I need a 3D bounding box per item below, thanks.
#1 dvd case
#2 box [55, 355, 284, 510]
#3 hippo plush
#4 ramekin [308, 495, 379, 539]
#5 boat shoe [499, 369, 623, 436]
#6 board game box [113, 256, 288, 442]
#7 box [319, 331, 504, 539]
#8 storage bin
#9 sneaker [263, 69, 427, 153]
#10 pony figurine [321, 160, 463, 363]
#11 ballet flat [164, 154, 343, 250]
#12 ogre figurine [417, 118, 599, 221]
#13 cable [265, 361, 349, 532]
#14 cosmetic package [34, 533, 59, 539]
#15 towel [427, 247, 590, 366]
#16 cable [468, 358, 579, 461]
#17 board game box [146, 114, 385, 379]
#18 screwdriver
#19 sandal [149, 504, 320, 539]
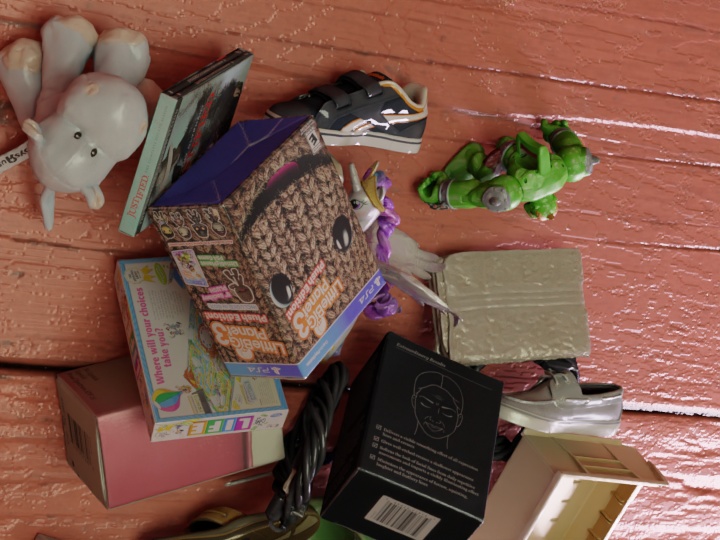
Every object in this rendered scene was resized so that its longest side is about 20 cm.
[{"bbox_3d":[-0.165,-0.126,1.534,0.022,0.200,0.146,25,114,9],"label":"dvd case"},{"bbox_3d":[-0.195,0.150,1.648,0.200,0.128,0.109,-14,113,-26],"label":"box"},{"bbox_3d":[-0.272,-0.141,1.463,0.200,0.161,0.159,-40,104,5],"label":"hippo plush"},{"bbox_3d":[0.009,0.338,1.794,0.098,0.200,0.200,-13,113,-33],"label":"ramekin"},{"bbox_3d":[0.229,0.149,1.863,0.201,0.070,0.072,8,97,-38],"label":"boat shoe"},{"bbox_3d":[-0.161,0.072,1.598,0.134,0.200,0.034,-4,143,-20],"label":"board game box"},{"bbox_3d":[0.058,0.192,1.734,0.148,0.200,0.107,25,135,-10],"label":"box"},{"bbox_3d":[0.244,0.305,1.942,0.198,0.094,0.200,11,116,-36],"label":"storage bin"},{"bbox_3d":[-0.013,-0.172,1.673,0.200,0.078,0.080,0,112,-41],"label":"sneaker"},{"bbox_3d":[0.000,0.000,1.712,0.200,0.167,0.193,-45,116,9],"label":"pony figurine"},{"bbox_3d":[-0.115,-0.078,1.649,0.200,0.069,0.070,-22,119,2],"label":"ballet flat"},{"bbox_3d":[0.173,-0.111,1.775,0.200,0.120,0.098,-4,109,-28],"label":"ogre figurine"},{"bbox_3d":[-0.056,0.172,1.711,0.051,0.200,0.163,19,130,0],"label":"cable"},{"bbox_3d":[-0.258,0.359,1.698,0.200,0.108,0.085,26,93,-32],"label":"cosmetic package"},{"bbox_3d":[0.172,0.042,1.843,0.200,0.034,0.133,-2,82,-23],"label":"towel"},{"bbox_3d":[0.175,0.152,1.907,0.200,0.051,0.163,1,111,-33],"label":"cable"},{"bbox_3d":[-0.086,-0.022,1.534,0.159,0.097,0.200,-50,127,-40],"label":"board game box"},{"bbox_3d":[-0.060,0.220,1.806,0.200,0.029,0.028,-13,113,-31],"label":"screwdriver"},{"bbox_3d":[-0.144,0.285,1.758,0.200,0.054,0.080,-16,144,-3],"label":"sandal"}]
